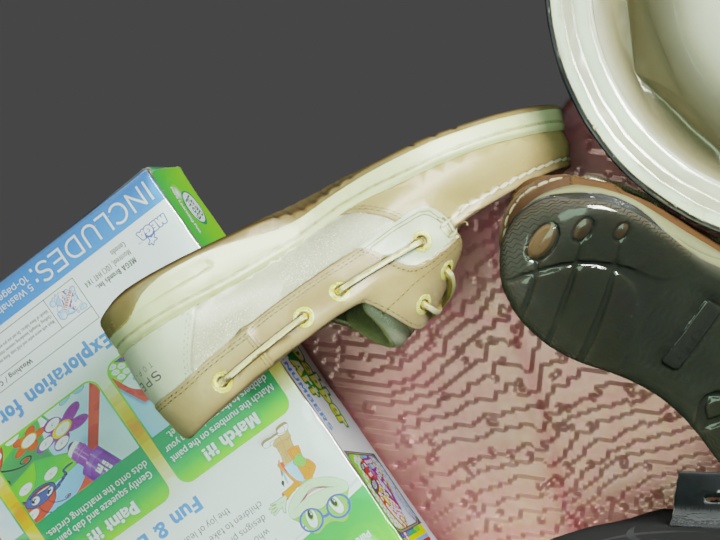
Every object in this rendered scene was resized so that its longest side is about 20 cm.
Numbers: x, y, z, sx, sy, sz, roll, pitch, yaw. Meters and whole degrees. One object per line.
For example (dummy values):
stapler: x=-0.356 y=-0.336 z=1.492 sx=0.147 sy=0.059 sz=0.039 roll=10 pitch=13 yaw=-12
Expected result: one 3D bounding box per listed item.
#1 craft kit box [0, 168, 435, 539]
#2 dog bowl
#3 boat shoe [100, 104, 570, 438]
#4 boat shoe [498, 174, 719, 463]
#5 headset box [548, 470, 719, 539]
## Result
craft kit box: x=-0.101 y=0.094 z=0.939 sx=0.200 sy=0.048 sz=0.198 roll=-36 pitch=83 yaw=14
dog bowl: x=0.172 y=-0.109 z=0.850 sx=0.199 sy=0.074 sz=0.201 roll=1 pitch=93 yaw=13
boat shoe: x=0.000 y=0.000 z=0.877 sx=0.199 sy=0.074 sz=0.067 roll=-27 pitch=86 yaw=-10
boat shoe: x=0.137 y=0.022 z=0.860 sx=0.200 sy=0.074 sz=0.076 roll=36 pitch=105 yaw=-17
headset box: x=0.146 y=0.174 z=0.836 sx=0.148 sy=0.075 sz=0.201 roll=-6 pitch=94 yaw=56
